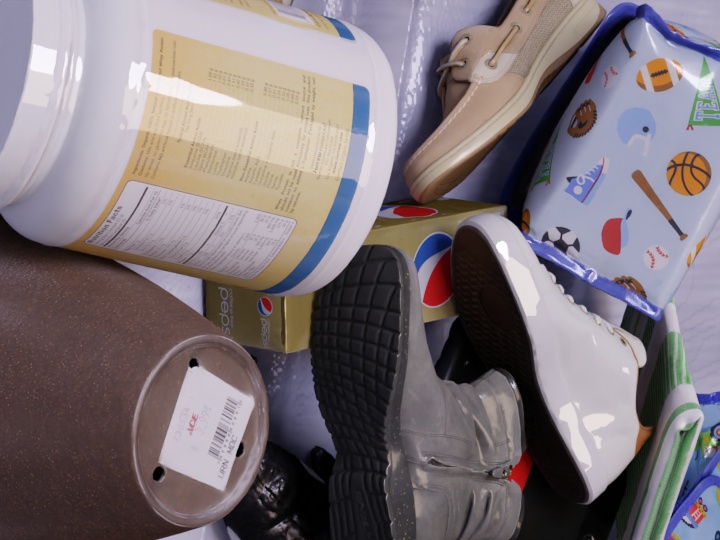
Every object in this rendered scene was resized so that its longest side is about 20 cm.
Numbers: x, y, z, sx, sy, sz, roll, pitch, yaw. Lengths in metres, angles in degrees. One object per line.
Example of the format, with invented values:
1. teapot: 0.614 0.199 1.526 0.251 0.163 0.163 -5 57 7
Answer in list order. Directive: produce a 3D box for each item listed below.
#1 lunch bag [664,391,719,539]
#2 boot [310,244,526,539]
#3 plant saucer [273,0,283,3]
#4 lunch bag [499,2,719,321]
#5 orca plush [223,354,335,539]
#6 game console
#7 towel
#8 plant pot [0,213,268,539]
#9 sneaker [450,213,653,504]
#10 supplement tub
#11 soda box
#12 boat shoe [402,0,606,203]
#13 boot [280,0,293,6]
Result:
1. lunch bag: 0.226 0.196 1.855 0.200 0.094 0.151 -56 133 -47
2. boot: 0.040 0.073 1.580 0.130 0.067 0.201 -15 110 -45
3. plant saucer: -0.123 -0.120 1.439 0.199 0.035 0.202 -7 106 -25
4. lunch bag: 0.172 -0.073 1.717 0.171 0.123 0.200 -60 179 7
5. orca plush: -0.029 0.136 1.609 0.105 0.071 0.201 -41 124 -37
6. game console: 0.080 0.154 1.670 0.177 0.031 0.201 39 61 -31
7. towel: 0.186 0.084 1.758 0.201 0.023 0.153 -89 -172 -54
8. plant pot: -0.147 0.066 1.372 0.186 0.199 0.188 -9 102 -48
9. sneaker: 0.118 0.037 1.645 0.085 0.073 0.201 -38 121 -23
10. supplement tub: -0.098 -0.074 1.361 0.199 0.144 0.146 13 86 -28
11. soda box: 0.000 0.000 1.624 0.199 0.067 0.064 -12 105 -47
12. boat shoe: 0.076 -0.117 1.703 0.064 0.071 0.200 42 52 0
13. boot: -0.096 -0.212 1.490 0.153 0.073 0.205 27 80 -40
